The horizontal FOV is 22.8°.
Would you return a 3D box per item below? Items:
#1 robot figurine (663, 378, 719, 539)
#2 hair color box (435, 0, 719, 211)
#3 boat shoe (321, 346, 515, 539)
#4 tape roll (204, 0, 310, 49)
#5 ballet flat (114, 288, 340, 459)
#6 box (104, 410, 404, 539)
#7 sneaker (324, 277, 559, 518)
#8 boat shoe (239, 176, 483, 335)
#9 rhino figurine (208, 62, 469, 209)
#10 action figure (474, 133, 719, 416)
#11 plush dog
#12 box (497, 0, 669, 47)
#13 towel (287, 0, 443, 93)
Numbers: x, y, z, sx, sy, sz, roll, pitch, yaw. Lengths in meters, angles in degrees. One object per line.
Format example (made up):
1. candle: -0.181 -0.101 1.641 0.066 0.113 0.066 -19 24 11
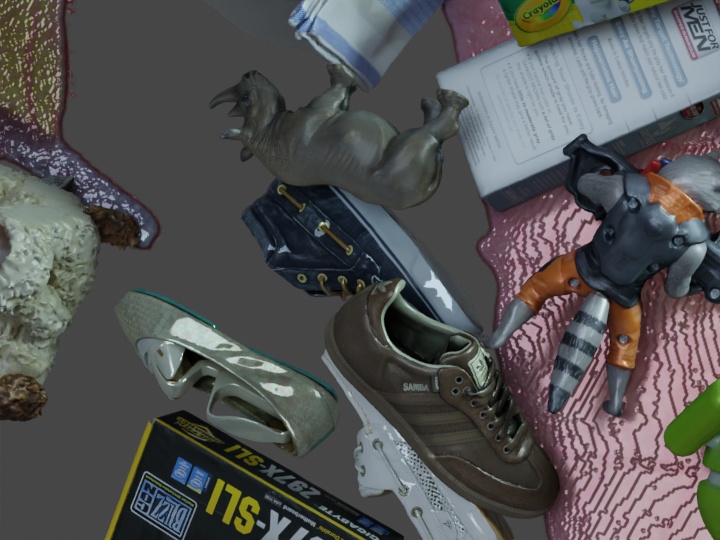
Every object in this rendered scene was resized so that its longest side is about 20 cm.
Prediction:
1. robot figurine: 0.285 0.107 1.149 0.174 0.116 0.201 16 90 -13
2. hair color box: 0.164 -0.129 1.258 0.199 0.061 0.100 -23 75 13
3. boat shoe: 0.025 0.135 1.254 0.069 0.071 0.200 -39 74 8
4. tape roll: -0.054 -0.277 1.309 0.201 0.139 0.204 -3 80 18
5. ballet flat: -0.109 0.075 1.303 0.199 0.068 0.062 24 57 20
6. box: -0.086 0.215 1.268 0.199 0.049 0.161 28 104 20
7. sneaker: 0.066 0.087 1.199 0.200 0.071 0.076 39 133 -6
8. boat shoe: 0.000 0.000 1.288 0.091 0.071 0.200 -44 64 7
9. rhino figurine: -0.024 -0.098 1.257 0.199 0.060 0.088 15 80 24
10. action figure: 0.196 0.012 1.189 0.199 0.105 0.194 31 109 3
11. plush dog: -0.264 0.022 1.348 0.200 0.160 0.173 39 110 47
12. box: 0.198 -0.225 1.217 0.199 0.049 0.118 -13 33 25
13. towel: 0.041 -0.220 1.265 0.024 0.147 0.200 43 94 24
